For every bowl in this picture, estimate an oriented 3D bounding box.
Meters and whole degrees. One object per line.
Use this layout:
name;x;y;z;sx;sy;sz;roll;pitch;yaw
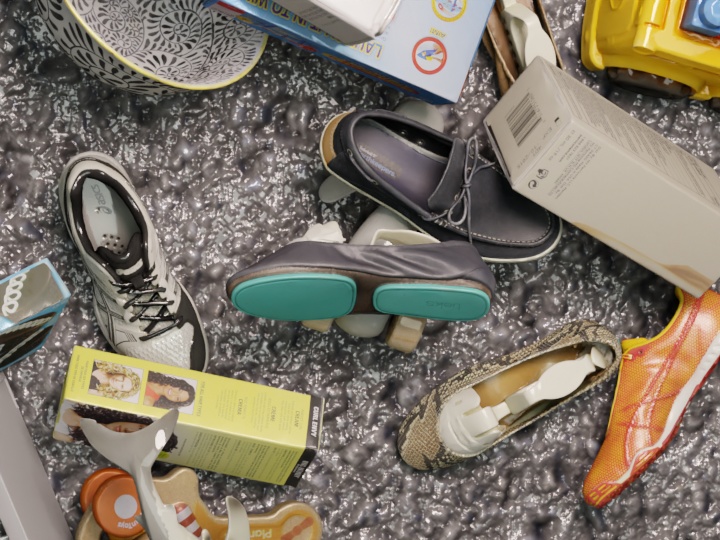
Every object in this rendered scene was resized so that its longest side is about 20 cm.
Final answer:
bowl;-0.173;-0.205;1.177;0.200;0.094;0.202;22;54;-34

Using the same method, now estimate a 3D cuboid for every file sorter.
file sorter;-0.296;0.200;1.188;0.124;0.139;0.202;-21;97;-2

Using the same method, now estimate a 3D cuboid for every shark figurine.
shark figurine;-0.135;0.207;1.168;0.089;0.129;0.215;-18;131;31

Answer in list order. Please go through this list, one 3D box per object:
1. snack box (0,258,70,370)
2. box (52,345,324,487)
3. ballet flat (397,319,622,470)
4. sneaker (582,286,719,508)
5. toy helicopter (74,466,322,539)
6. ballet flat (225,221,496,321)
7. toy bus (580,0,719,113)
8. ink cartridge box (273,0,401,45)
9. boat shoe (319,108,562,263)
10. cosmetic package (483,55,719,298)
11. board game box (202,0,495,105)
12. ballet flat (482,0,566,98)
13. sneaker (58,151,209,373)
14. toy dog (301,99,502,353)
snack box;-0.312;0.068;1.145;0.199;0.116;0.037;-30;81;-31
box;-0.133;0.115;1.223;0.198;0.075;0.051;12;57;-10
ballet flat;0.120;0.100;1.262;0.199;0.075;0.068;-28;98;-4
sneaker;0.232;0.101;1.291;0.077;0.073;0.201;31;86;14
toy helicopter;-0.125;0.220;1.244;0.198;0.079;0.134;-1;88;-20
ballet flat;0.000;0.000;1.159;0.198;0.073;0.074;2;94;-7
toy bus;0.290;-0.195;1.205;0.198;0.192;0.137;14;91;-9
ink cartridge box;-0.047;-0.264;1.068;0.199;0.085;0.147;28;86;-13
boat shoe;0.064;-0.063;1.183;0.199;0.062;0.075;26;74;-10
cosmetic package;0.198;-0.070;1.210;0.199;0.106;0.071;29;115;-26
board game box;0.011;-0.249;1.158;0.199;0.056;0.197;22;88;-16
ballet flat;0.119;-0.202;1.241;0.067;0.072;0.202;-21;96;-11
sneaker;-0.179;0.006;1.212;0.075;0.088;0.201;-28;99;-6
toy dog;0.020;-0.024;1.247;0.132;0.096;0.201;39;74;-6
